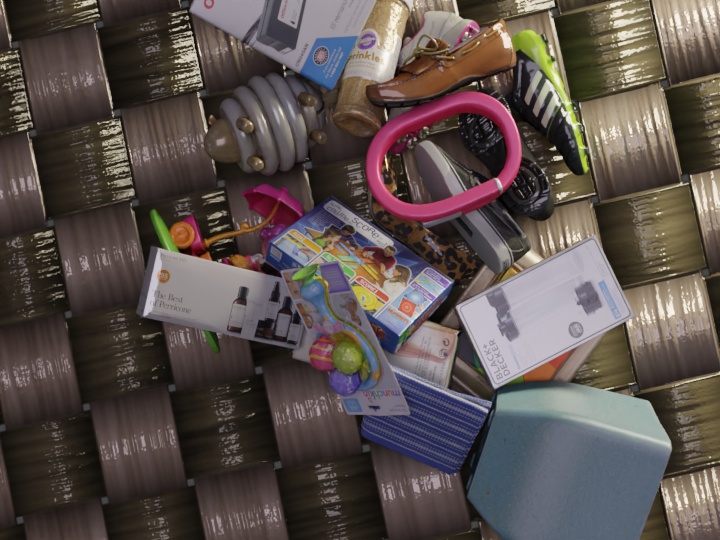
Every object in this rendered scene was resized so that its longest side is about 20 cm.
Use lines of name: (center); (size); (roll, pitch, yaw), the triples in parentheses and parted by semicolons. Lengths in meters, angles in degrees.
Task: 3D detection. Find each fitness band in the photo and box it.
fitness band: (0.102, -0.139, 1.121); (0.196, 0.037, 0.146); (-21, 76, 3)

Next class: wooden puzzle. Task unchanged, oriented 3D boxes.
wooden puzzle: (0.207, 0.085, 1.191); (0.184, 0.037, 0.202); (37, 91, 4)

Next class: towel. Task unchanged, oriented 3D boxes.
towel: (0.076, 0.185, 1.130); (0.142, 0.202, 0.024); (21, 56, 6)

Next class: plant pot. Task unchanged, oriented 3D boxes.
plant pot: (0.237, 0.241, 1.102); (0.196, 0.196, 0.200); (18, 99, 8)

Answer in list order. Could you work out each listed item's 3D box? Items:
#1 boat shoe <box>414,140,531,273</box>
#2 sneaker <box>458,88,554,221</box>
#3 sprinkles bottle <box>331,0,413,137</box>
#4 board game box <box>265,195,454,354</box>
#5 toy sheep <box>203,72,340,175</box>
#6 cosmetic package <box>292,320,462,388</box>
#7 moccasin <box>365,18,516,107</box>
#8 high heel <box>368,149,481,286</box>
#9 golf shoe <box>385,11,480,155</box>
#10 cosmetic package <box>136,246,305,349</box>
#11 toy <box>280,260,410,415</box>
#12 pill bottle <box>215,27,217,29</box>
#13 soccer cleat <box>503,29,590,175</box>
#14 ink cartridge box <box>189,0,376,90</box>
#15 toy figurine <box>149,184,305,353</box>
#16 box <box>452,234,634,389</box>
boat shoe: (0.145, -0.092, 1.183); (0.063, 0.071, 0.202); (-32, 79, -16)
sneaker: (0.191, -0.145, 1.180); (0.075, 0.090, 0.203); (-29, 66, 17)
sprinkles bottle: (0.017, -0.276, 1.168); (0.067, 0.068, 0.205); (12, 74, 3)
board game box: (0.000, 0.000, 1.110); (0.198, 0.135, 0.035); (36, 134, 16)
toy sheep: (-0.110, -0.190, 1.168); (0.196, 0.138, 0.141); (-20, 88, -16)
cosmetic package: (0.024, 0.094, 1.156); (0.195, 0.103, 0.089); (14, 91, 10)
moccasin: (0.096, -0.253, 1.108); (0.197, 0.074, 0.079); (-22, 105, -6)
high heel: (0.082, -0.077, 1.182); (0.139, 0.071, 0.205); (-4, 102, 7)
golf shoe: (0.077, -0.250, 1.197); (0.091, 0.075, 0.202); (36, 93, 26)
cosmetic package: (-0.161, 0.034, 1.089); (0.196, 0.050, 0.085); (13, 86, -23)
toy: (-0.030, 0.091, 1.057); (0.047, 0.114, 0.204); (-32, 106, -39)
pill bottle: (-0.124, -0.408, 1.180); (0.197, 0.114, 0.116); (-26, 88, 2)
soccer cleat: (0.238, -0.212, 1.187); (0.080, 0.067, 0.204); (-24, 87, 20)
ink cartridge box: (-0.091, -0.334, 1.104); (0.197, 0.084, 0.147); (26, 103, -14)
toy figurine: (-0.147, -0.025, 1.167); (0.181, 0.150, 0.203); (-26, 78, -6)
box: (0.227, 0.053, 1.141); (0.197, 0.060, 0.119); (-26, 86, 2)
